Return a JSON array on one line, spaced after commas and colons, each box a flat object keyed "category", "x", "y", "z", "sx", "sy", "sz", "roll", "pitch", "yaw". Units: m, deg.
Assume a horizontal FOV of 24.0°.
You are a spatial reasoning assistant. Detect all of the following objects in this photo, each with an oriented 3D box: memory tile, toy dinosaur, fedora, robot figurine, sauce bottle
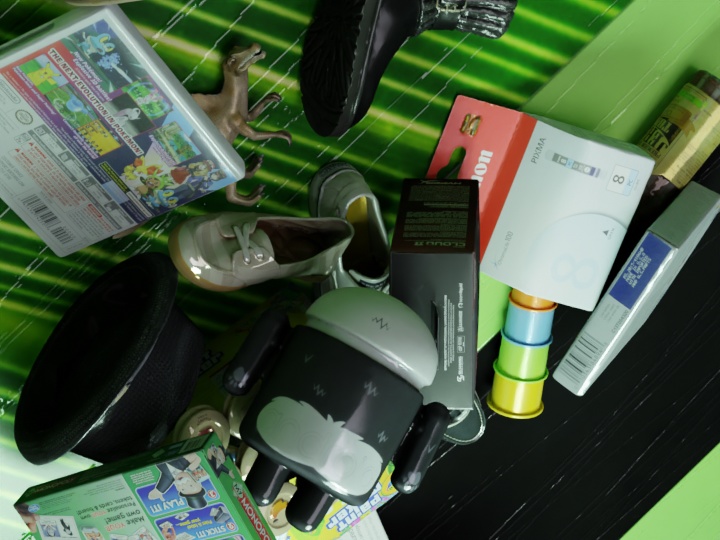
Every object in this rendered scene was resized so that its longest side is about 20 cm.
[{"category": "memory tile", "x": -0.063, "y": 0.150, "z": 1.441, "sx": 0.199, "sy": 0.017, "sz": 0.154, "roll": -28, "pitch": 121, "yaw": -30}, {"category": "toy dinosaur", "x": -0.126, "y": -0.100, "z": 1.426, "sx": 0.101, "sy": 0.058, "sz": 0.201, "roll": 30, "pitch": 100, "yaw": -25}, {"category": "fedora", "x": -0.194, "y": 0.087, "z": 1.393, "sx": 0.091, "sy": 0.201, "sz": 0.201, "roll": 39, "pitch": 94, "yaw": -29}, {"category": "robot figurine", "x": -0.020, "y": 0.110, "z": 1.373, "sx": 0.150, "sy": 0.124, "sz": 0.201, "roll": 37, "pitch": 79, "yaw": -43}, {"category": "sauce bottle", "x": 0.297, "y": -0.104, "z": 1.676, "sx": 0.065, "sy": 0.065, "sz": 0.200, "roll": 34, "pitch": 96, "yaw": -42}]

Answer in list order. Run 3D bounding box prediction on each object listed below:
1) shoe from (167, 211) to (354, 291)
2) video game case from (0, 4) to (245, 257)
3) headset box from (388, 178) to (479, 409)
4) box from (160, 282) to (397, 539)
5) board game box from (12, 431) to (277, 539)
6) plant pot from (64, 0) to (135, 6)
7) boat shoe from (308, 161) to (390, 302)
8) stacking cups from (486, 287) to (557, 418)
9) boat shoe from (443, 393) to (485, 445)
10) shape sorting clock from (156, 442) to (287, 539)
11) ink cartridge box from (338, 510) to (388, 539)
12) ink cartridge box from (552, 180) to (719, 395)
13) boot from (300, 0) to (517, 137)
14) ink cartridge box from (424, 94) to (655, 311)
[{"category": "shoe", "x": -0.080, "y": -0.024, "z": 1.422, "sx": 0.053, "sy": 0.070, "sz": 0.199, "roll": -34, "pitch": 161, "yaw": 33}, {"category": "video game case", "x": -0.216, "y": -0.107, "z": 1.318, "sx": 0.181, "sy": 0.023, "sz": 0.200, "roll": -22, "pitch": 134, "yaw": 18}, {"category": "headset box", "x": 0.067, "y": 0.021, "z": 1.501, "sx": 0.077, "sy": 0.200, "sz": 0.150, "roll": 0, "pitch": 112, "yaw": 4}, {"category": "box", "x": -0.079, "y": 0.159, "z": 1.560, "sx": 0.200, "sy": 0.122, "sz": 0.193, "roll": -36, "pitch": 131, "yaw": -9}, {"category": "board game box", "x": -0.168, "y": 0.214, "z": 1.361, "sx": 0.199, "sy": 0.029, "sz": 0.135, "roll": -18, "pitch": 110, "yaw": 29}, {"category": "plant pot", "x": -0.138, "y": -0.297, "z": 1.206, "sx": 0.199, "sy": 0.200, "sz": 0.176, "roll": -20, "pitch": 111, "yaw": -21}, {"category": "boat shoe", "x": 0.000, "y": 0.000, "z": 1.546, "sx": 0.071, "sy": 0.070, "sz": 0.201, "roll": -20, "pitch": 127, "yaw": -21}, {"category": "stacking cups", "x": 0.165, "y": 0.047, "z": 1.697, "sx": 0.060, "sy": 0.060, "sz": 0.201, "roll": -10, "pitch": 118, "yaw": -28}, {"category": "boat shoe", "x": 0.073, "y": 0.124, "z": 1.678, "sx": 0.076, "sy": 0.060, "sz": 0.200, "roll": -46, "pitch": 132, "yaw": 1}, {"category": "shape sorting clock", "x": -0.156, "y": 0.231, "z": 1.456, "sx": 0.199, "sy": 0.039, "sz": 0.201, "roll": -12, "pitch": 128, "yaw": -16}, {"category": "ink cartridge box", "x": -0.068, "y": 0.310, "z": 1.689, "sx": 0.199, "sy": 0.084, "sz": 0.146, "roll": -32, "pitch": 131, "yaw": -12}, {"category": "ink cartridge box", "x": 0.284, "y": 0.008, "z": 1.693, "sx": 0.200, "sy": 0.043, "sz": 0.197, "roll": -39, "pitch": 161, "yaw": -56}, {"category": "boot", "x": 0.047, "y": -0.207, "z": 1.439, "sx": 0.157, "sy": 0.079, "sz": 0.212, "roll": 3, "pitch": 116, "yaw": -34}, {"category": "ink cartridge box", "x": 0.157, "y": -0.062, "z": 1.589, "sx": 0.199, "sy": 0.047, "sz": 0.161, "roll": 14, "pitch": 109, "yaw": -21}]
